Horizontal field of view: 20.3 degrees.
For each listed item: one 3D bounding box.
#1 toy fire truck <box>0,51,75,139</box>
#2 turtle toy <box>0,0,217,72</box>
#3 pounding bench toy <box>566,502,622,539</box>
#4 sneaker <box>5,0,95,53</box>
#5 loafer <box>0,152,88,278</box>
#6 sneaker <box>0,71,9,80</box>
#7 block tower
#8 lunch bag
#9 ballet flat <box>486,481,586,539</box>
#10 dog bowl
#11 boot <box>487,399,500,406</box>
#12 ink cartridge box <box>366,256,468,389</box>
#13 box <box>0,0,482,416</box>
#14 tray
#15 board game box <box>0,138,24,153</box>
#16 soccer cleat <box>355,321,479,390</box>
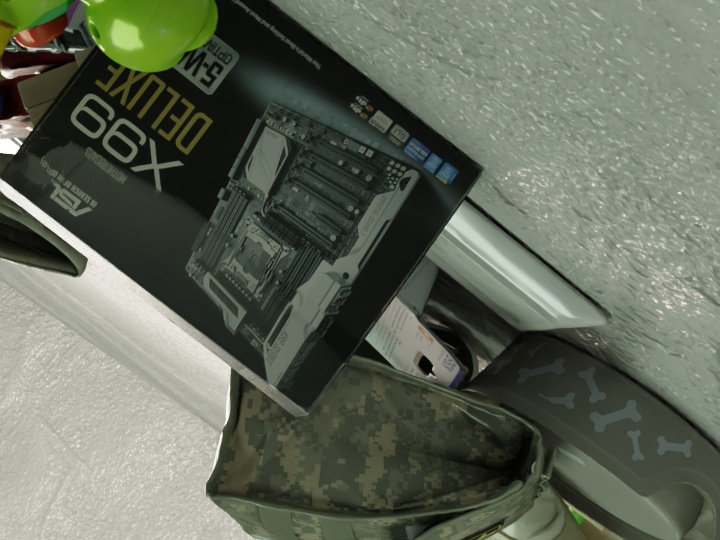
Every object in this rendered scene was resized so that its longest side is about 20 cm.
[{"bbox_3d":[-0.226,-0.106,1.300,0.198,0.113,0.168,-5,177,-25],"label":"toy fire truck"},{"bbox_3d":[-0.158,-0.162,0.960,0.199,0.147,0.101,32,-171,19],"label":"turtle toy"},{"bbox_3d":[0.137,0.241,1.639,0.124,0.157,0.200,35,169,7],"label":"pounding bench toy"},{"bbox_3d":[-0.219,-0.139,1.190,0.199,0.140,0.078,32,165,24],"label":"sneaker"},{"bbox_3d":[-0.248,-0.042,1.224,0.199,0.070,0.070,12,152,-35],"label":"loafer"},{"bbox_3d":[-0.249,-0.159,1.453,0.199,0.077,0.089,29,155,12],"label":"sneaker"},{"bbox_3d":[-0.150,-0.073,1.206,0.200,0.057,0.054,70,180,-77],"label":"block tower"},{"bbox_3d":[0.019,0.121,1.238,0.198,0.119,0.164,8,167,6],"label":"lunch bag"},{"bbox_3d":[0.081,0.141,1.347,0.199,0.070,0.069,36,170,2],"label":"ballet flat"},{"bbox_3d":[0.158,0.115,1.296,0.199,0.059,0.200,35,169,8],"label":"dog bowl"},{"bbox_3d":[0.097,0.163,1.469,0.200,0.073,0.155,42,-154,17],"label":"boot"},{"bbox_3d":[0.000,0.000,1.317,0.200,0.041,0.200,43,170,5],"label":"ink cartridge box"},{"bbox_3d":[-0.063,-0.047,1.043,0.199,0.158,0.050,38,170,-5],"label":"box"},{"bbox_3d":[0.047,-0.023,1.161,0.199,0.022,0.107,39,169,-9],"label":"tray"},{"bbox_3d":[-0.281,-0.128,1.669,0.147,0.065,0.199,43,167,-32],"label":"board game box"},{"bbox_3d":[-0.012,0.057,1.457,0.198,0.071,0.086,15,175,5],"label":"soccer cleat"}]
